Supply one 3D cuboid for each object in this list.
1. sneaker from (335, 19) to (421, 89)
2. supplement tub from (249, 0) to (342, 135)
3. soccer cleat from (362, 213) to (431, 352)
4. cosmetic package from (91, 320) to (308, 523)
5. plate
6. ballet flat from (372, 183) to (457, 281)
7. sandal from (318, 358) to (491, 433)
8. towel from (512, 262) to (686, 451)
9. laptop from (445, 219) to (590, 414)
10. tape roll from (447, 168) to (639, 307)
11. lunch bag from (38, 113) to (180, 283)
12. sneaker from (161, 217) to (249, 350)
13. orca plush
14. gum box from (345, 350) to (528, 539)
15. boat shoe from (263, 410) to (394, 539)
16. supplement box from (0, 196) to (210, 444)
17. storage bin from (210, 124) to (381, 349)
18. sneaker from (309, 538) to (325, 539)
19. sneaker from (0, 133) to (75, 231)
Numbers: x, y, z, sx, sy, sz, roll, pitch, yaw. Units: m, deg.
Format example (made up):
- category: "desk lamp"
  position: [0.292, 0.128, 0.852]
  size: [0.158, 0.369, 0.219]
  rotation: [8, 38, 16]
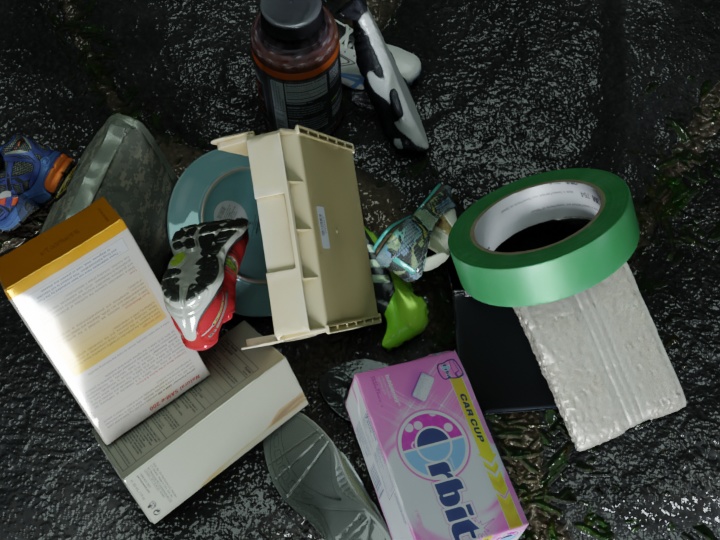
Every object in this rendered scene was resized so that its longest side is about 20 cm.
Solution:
- category: "sneaker"
  position: [-0.018, -0.281, 1.269]
  size: [0.197, 0.073, 0.073]
  rotation: [16, 62, 8]
- category: "supplement tub"
  position: [-0.075, -0.246, 1.178]
  size: [0.105, 0.201, 0.109]
  rotation: [0, 61, 1]
- category: "soccer cleat"
  position: [0.000, 0.000, 1.128]
  size: [0.081, 0.068, 0.201]
  rotation: [-36, 67, -3]
- category: "cosmetic package"
  position: [-0.164, 0.152, 1.025]
  size: [0.199, 0.072, 0.105]
  rotation: [-35, 36, -16]
- category: "plate"
  position: [-0.120, -0.049, 1.122]
  size: [0.197, 0.025, 0.204]
  rotation: [9, 71, -27]
- category: "ballet flat"
  position: [0.075, -0.038, 1.110]
  size: [0.073, 0.075, 0.200]
  rotation: [25, 31, 13]
- category: "sandal"
  position: [0.049, 0.144, 1.058]
  size: [0.198, 0.048, 0.076]
  rotation: [23, 65, 12]
- category: "towel"
  position: [0.248, 0.076, 1.058]
  size: [0.131, 0.034, 0.203]
  rotation: [-23, 87, 0]
- category: "laptop"
  position: [0.191, 0.047, 1.129]
  size: [0.184, 0.118, 0.201]
  rotation: [-4, 34, -2]
- category: "tape roll"
  position: [0.192, -0.039, 1.054]
  size: [0.197, 0.049, 0.201]
  rotation: [-19, 26, 9]
- category: "lunch bag"
  position: [-0.273, -0.054, 1.082]
  size: [0.116, 0.201, 0.166]
  rotation: [16, 64, 9]
- category: "sneaker"
  position: [-0.155, 0.011, 1.006]
  size: [0.076, 0.086, 0.201]
  rotation: [-4, 28, 10]
- category: "orca plush"
  position: [0.012, -0.222, 1.198]
  size: [0.070, 0.201, 0.106]
  rotation: [-21, 35, 15]
- category: "gum box"
  position: [0.068, 0.181, 0.973]
  size: [0.112, 0.067, 0.202]
  rotation: [-11, 59, -19]
- category: "boat shoe"
  position: [-0.029, 0.231, 1.013]
  size: [0.074, 0.065, 0.202]
  rotation: [-41, 63, -6]
- category: "supplement box"
  position: [-0.249, 0.050, 0.969]
  size: [0.125, 0.202, 0.073]
  rotation: [-32, 33, -16]
- category: "storage bin"
  position: [-0.063, -0.032, 1.014]
  size: [0.092, 0.198, 0.204]
  rotation: [-9, 88, 19]
- category: "sneaker"
  position: [-0.129, 0.295, 0.956]
  size: [0.199, 0.071, 0.100]
  rotation: [-37, 69, -1]
- category: "sneaker"
  position: [-0.393, -0.107, 1.131]
  size: [0.078, 0.199, 0.076]
  rotation: [40, 54, -22]
